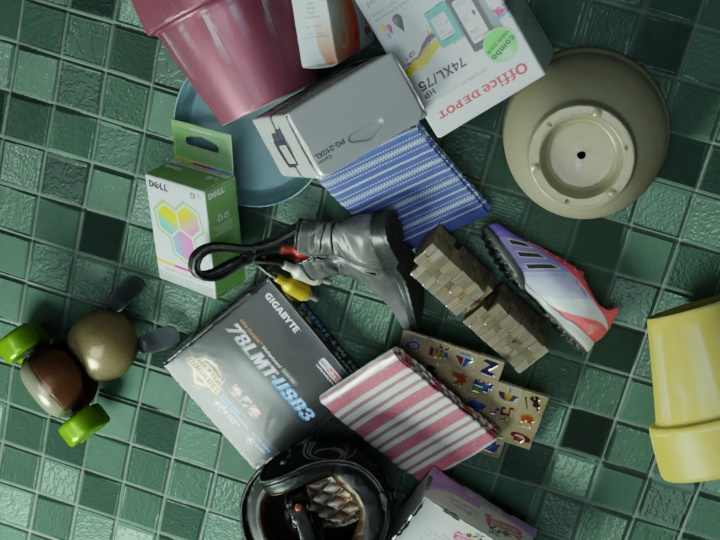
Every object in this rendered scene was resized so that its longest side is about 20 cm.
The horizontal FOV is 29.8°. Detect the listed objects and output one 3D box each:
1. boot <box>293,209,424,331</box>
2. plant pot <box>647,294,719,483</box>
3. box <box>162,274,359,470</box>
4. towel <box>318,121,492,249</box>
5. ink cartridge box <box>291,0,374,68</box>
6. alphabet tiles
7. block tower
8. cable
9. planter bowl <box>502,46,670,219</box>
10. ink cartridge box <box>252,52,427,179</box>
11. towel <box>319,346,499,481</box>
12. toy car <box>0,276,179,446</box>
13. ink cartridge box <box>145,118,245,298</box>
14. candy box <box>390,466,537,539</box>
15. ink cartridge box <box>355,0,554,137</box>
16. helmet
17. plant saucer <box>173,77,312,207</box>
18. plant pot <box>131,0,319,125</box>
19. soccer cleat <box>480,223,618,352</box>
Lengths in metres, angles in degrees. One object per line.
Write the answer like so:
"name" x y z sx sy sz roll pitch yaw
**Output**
"boot" 0.000 0.000 1.678 0.130 0.070 0.201 -5 133 20
"plant pot" 0.425 0.130 1.599 0.199 0.201 0.191 -18 88 17
"box" -0.124 0.133 1.780 0.198 0.050 0.200 -36 99 21
"towel" 0.054 -0.095 1.619 0.144 0.024 0.200 -25 141 20
"ink cartridge box" -0.036 -0.343 1.538 0.050 0.162 0.202 -1 108 17
"alphabet tiles" 0.134 0.164 1.728 0.198 0.008 0.168 17 131 5
"block tower" 0.147 0.035 1.671 0.200 0.058 0.054 43 121 -11
"cable" -0.115 -0.017 1.675 0.050 0.199 0.098 30 106 45
"planter bowl" 0.257 -0.145 1.560 0.198 0.135 0.202 3 110 10
"ink cartridge box" -0.028 -0.175 1.549 0.144 0.200 0.085 -32 102 -10
"towel" 0.062 0.184 1.729 0.200 0.030 0.146 40 126 -21
"toy car" -0.346 0.105 1.789 0.199 0.158 0.165 -38 90 -5
"ink cartridge box" -0.207 -0.076 1.683 0.103 0.059 0.202 18 124 34
"candy box" 0.111 0.383 1.787 0.167 0.072 0.201 32 120 -3
"ink cartridge box" 0.107 -0.284 1.536 0.146 0.146 0.201 -29 101 19
"helmet" -0.054 0.313 1.751 0.198 0.191 0.202 1 84 -10
"plant saucer" -0.134 -0.179 1.686 0.198 0.027 0.202 4 109 11
"plant pot" -0.139 -0.274 1.556 0.198 0.200 0.180 -21 98 17
"soccer cleat" 0.230 0.007 1.663 0.073 0.068 0.200 -43 92 -3
